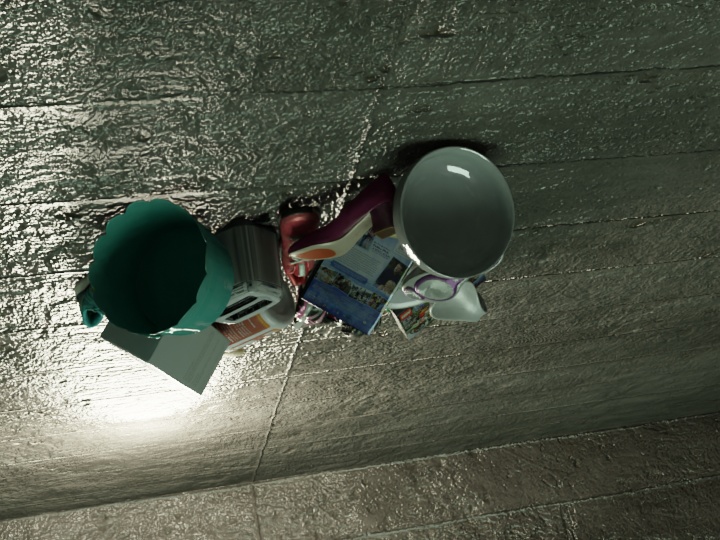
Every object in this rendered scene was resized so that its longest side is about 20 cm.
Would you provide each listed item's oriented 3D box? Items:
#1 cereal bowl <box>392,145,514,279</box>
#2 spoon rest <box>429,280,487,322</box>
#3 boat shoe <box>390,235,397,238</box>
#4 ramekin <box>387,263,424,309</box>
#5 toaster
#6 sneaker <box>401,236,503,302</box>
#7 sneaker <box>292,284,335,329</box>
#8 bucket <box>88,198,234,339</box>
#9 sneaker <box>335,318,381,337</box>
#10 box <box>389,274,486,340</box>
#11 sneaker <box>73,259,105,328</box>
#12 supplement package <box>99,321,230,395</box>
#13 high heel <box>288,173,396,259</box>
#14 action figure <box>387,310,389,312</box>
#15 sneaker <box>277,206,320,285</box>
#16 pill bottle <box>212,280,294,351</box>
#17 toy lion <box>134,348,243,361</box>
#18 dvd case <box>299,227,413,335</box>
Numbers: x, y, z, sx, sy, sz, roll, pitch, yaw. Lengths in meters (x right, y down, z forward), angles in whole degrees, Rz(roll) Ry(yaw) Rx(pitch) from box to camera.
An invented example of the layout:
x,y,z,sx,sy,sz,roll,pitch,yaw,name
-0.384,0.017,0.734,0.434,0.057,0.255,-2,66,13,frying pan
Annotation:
x,y,z,sx,sy,sz,roll,pitch,yaw,name
0.136,-0.087,1.476,0.197,0.203,0.083,-3,180,-20,cereal bowl
0.197,0.062,1.837,0.099,0.061,0.199,-47,154,15,spoon rest
0.115,-0.103,1.575,0.197,0.073,0.065,-8,154,-23,boat shoe
0.072,-0.009,1.709,0.199,0.095,0.203,-7,151,-4,ramekin
-0.206,0.004,1.591,0.198,0.131,0.113,-25,155,30,toaster
0.156,-0.015,1.598,0.199,0.100,0.075,-30,122,26,sneaker
-0.083,0.079,1.826,0.085,0.082,0.200,11,174,-5,sneaker
-0.299,0.005,1.461,0.205,0.210,0.135,-16,166,11,bucket
0.003,0.095,1.893,0.089,0.067,0.200,9,-176,-11,sneaker
0.150,0.040,1.854,0.199,0.038,0.137,-38,154,-3,box
-0.429,0.034,1.620,0.077,0.081,0.200,4,152,-32,sneaker
-0.337,0.120,1.666,0.116,0.118,0.200,22,165,26,supplement package
-0.029,-0.081,1.524,0.198,0.097,0.067,-15,157,16,high heel
0.146,0.072,1.999,0.197,0.056,0.118,-3,-170,11,action figure
-0.098,-0.039,1.596,0.073,0.088,0.201,-8,157,-9,sneaker
-0.230,0.086,1.796,0.198,0.114,0.112,-24,154,29,pill bottle
-0.367,0.161,1.987,0.198,0.070,0.191,5,160,-35,toy lion
0.000,0.000,1.620,0.141,0.018,0.201,28,116,-4,dvd case
